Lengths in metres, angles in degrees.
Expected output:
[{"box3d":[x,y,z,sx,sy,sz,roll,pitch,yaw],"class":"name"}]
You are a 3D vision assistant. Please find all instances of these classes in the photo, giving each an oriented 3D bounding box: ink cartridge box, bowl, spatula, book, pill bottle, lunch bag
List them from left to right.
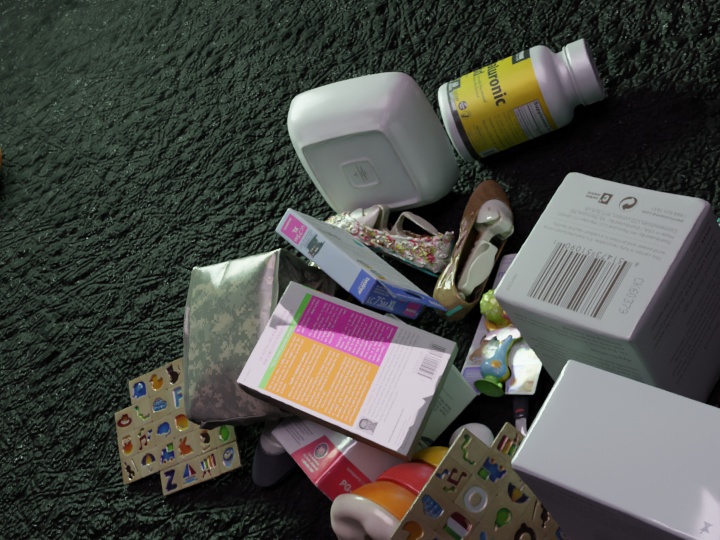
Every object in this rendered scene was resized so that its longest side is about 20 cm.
[{"box3d":[-0.127,0.091,1.322,0.164,0.117,0.201,-11,64,40],"class":"lunch bag"},{"box3d":[-0.013,0.104,1.182,0.199,0.048,0.134,21,73,18],"class":"book"},{"box3d":[0.000,0.000,1.323,0.200,0.119,0.042,36,101,35],"class":"ink cartridge box"},{"box3d":[0.011,-0.148,1.441,0.199,0.200,0.075,-7,43,29],"class":"bowl"},{"box3d":[0.014,0.163,1.260,0.200,0.084,0.145,-46,29,-6],"class":"ink cartridge box"},{"box3d":[0.211,-0.226,1.442,0.199,0.111,0.112,-20,48,18],"class":"pill bottle"},{"box3d":[0.179,0.178,1.208,0.056,0.021,0.201,-16,49,24],"class":"spatula"}]

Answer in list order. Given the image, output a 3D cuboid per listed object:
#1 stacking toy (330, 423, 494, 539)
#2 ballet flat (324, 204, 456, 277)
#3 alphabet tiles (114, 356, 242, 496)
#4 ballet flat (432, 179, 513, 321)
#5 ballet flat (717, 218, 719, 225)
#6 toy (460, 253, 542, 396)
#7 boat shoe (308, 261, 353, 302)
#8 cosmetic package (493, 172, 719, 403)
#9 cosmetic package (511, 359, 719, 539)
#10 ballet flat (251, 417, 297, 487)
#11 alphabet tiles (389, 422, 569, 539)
[{"box3d":[0.079,0.240,1.178,0.146,0.146,0.200,19,49,41],"class":"stacking toy"},{"box3d":[0.042,-0.050,1.426,0.199,0.076,0.064,20,107,26],"class":"ballet flat"},{"box3d":[-0.242,0.202,1.428,0.200,0.008,0.168,-25,66,28],"class":"alphabet tiles"},{"box3d":[0.148,-0.030,1.349,0.200,0.068,0.072,-62,17,-23],"class":"ballet flat"},{"box3d":[0.468,-0.068,1.185,0.200,0.074,0.074,-36,44,9],"class":"ballet flat"},{"box3d":[0.173,0.049,1.279,0.115,0.047,0.201,-7,53,44],"class":"toy"},{"box3d":[-0.054,0.045,1.429,0.074,0.076,0.200,18,69,38],"class":"boat shoe"},{"box3d":[0.274,0.034,1.132,0.165,0.200,0.165,19,69,41],"class":"cosmetic package"},{"box3d":[0.275,0.202,0.998,0.199,0.200,0.123,18,67,39],"class":"cosmetic package"},{"box3d":[-0.075,0.172,1.345,0.200,0.073,0.073,-48,45,-8],"class":"ballet flat"},{"box3d":[0.129,0.260,1.093,0.200,0.166,0.006,-53,8,-18],"class":"alphabet tiles"}]
